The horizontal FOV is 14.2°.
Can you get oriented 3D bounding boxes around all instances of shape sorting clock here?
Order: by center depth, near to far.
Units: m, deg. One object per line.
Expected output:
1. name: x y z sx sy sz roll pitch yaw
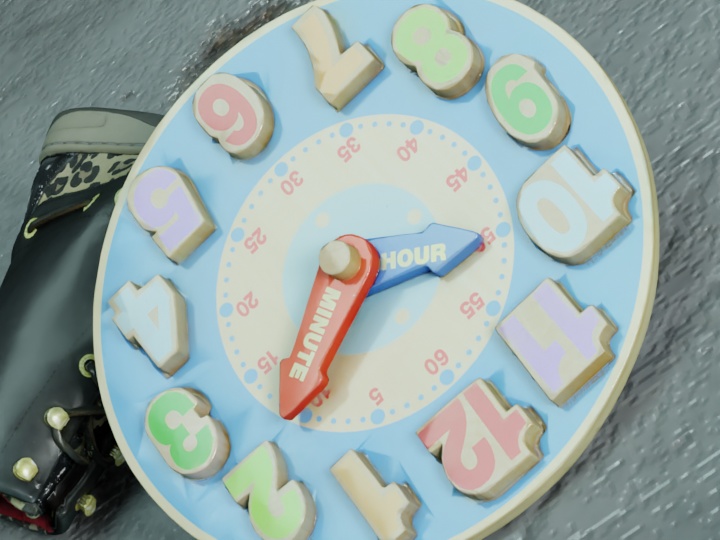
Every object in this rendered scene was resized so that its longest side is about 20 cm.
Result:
1. shape sorting clock: 0.000 0.000 0.923 0.200 0.039 0.200 -7 72 23

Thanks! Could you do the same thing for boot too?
1. boot: -0.067 0.024 1.016 0.203 0.073 0.154 9 65 45
